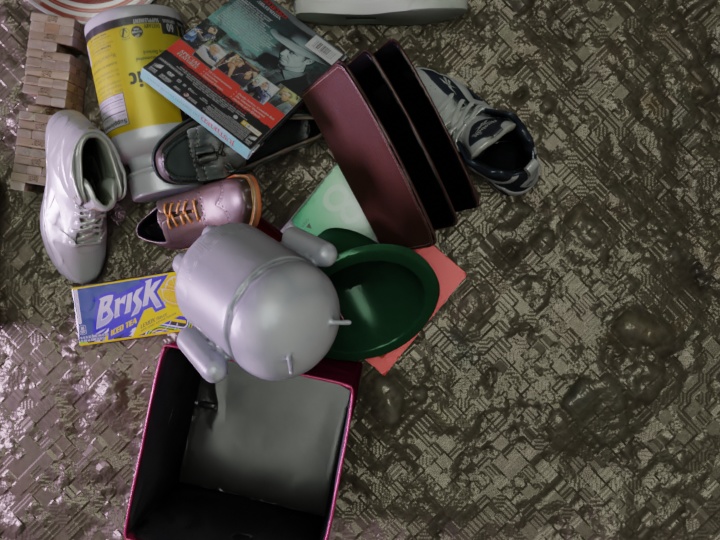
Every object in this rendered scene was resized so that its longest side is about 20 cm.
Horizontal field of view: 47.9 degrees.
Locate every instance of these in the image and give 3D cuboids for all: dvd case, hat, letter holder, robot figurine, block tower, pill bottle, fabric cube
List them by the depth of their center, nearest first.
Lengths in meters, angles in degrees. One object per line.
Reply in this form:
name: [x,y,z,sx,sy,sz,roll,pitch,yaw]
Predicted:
robot figurine: [-0.097,0.028,0.756,0.199,0.113,0.170,30,74,41]
letter holder: [0.043,-0.132,0.844,0.100,0.142,0.201,-31,98,-17]
fabric cube: [-0.112,0.183,0.868,0.198,0.199,0.198,12,90,3]
dvd case: [-0.122,-0.225,0.893,0.145,0.022,0.200,36,55,1]
hat: [-0.025,-0.024,0.902,0.165,0.200,0.177,-36,44,14]
pill bottle: [-0.236,-0.184,0.912,0.110,0.111,0.202,-12,91,3]
block tower: [-0.360,-0.190,0.946,0.057,0.054,0.202,9,92,3]

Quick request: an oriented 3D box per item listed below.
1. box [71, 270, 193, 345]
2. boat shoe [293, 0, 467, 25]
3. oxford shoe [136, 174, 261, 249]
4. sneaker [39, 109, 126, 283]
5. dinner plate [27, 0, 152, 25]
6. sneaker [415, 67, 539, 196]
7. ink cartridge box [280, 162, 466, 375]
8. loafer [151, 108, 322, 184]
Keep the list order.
box: [-0.222,0.037,0.921,0.198,0.064,0.071,-9,90,13]
boat shoe: [0.022,-0.321,0.919,0.198,0.070,0.072,2,94,5]
oxford shoe: [-0.174,-0.055,0.870,0.072,0.199,0.072,-7,83,-40]
sneaker: [-0.304,-0.065,0.891,0.073,0.115,0.202,-12,116,-32]
dinner plate: [-0.311,-0.378,0.912,0.198,0.024,0.202,-9,126,-13]
sneaker: [0.120,-0.161,0.887,0.079,0.130,0.199,-44,89,1]
ink cartridge box: [0.000,0.000,0.936,0.200,0.050,0.161,40,92,4]
loafer: [-0.128,-0.143,0.882,0.199,0.063,0.073,-23,111,-33]
